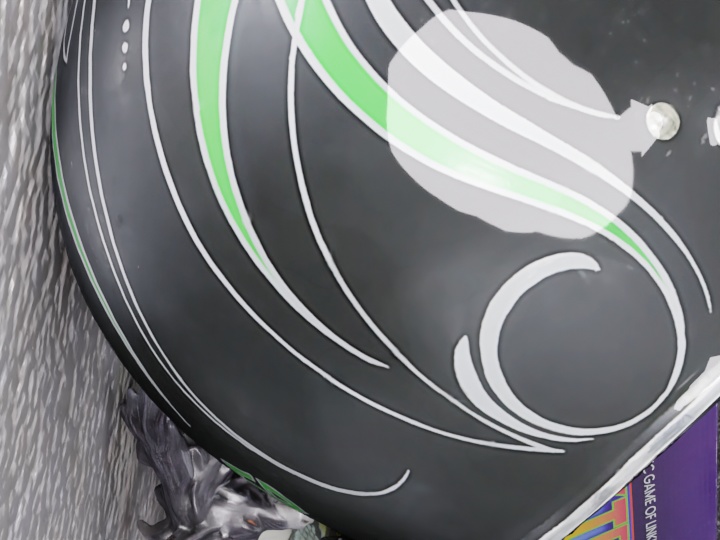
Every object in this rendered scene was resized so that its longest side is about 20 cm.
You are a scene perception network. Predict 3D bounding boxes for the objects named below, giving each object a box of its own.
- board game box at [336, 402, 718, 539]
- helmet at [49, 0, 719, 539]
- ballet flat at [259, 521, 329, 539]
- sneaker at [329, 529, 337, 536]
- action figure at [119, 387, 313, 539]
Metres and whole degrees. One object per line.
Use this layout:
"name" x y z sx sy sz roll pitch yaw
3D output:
"board game box" 0.073 0.106 0.740 0.057 0.164 0.201 -119 -168 -45
"helmet" 0.017 -0.040 0.428 0.200 0.191 0.200 -44 176 -4
"ballet flat" -0.046 0.087 0.743 0.201 0.068 0.072 -81 159 -47
"sneaker" -0.029 0.149 0.829 0.201 0.072 0.085 -58 -153 9
"action figure" -0.020 0.034 0.607 0.119 0.101 0.201 66 38 -48
